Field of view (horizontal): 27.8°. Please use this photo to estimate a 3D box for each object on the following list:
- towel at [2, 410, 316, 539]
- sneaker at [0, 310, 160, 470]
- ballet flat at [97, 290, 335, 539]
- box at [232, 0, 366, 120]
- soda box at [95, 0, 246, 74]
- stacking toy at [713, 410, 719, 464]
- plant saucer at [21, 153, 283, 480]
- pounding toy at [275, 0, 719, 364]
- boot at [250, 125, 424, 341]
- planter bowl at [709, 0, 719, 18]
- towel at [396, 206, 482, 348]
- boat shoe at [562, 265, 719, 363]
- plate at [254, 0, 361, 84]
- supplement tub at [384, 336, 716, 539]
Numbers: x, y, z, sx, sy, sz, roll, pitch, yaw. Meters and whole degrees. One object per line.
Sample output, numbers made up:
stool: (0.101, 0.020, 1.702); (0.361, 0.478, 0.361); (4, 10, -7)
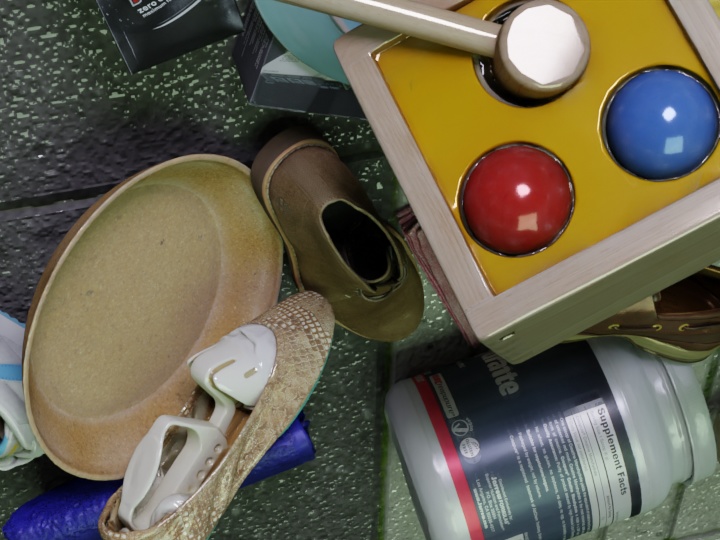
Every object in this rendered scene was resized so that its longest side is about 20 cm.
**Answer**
towel: (-0.127, 0.134, 0.953); (0.199, 0.050, 0.148); (-21, 171, -5)
sneaker: (-0.196, 0.082, 0.874); (0.076, 0.081, 0.200); (-28, 143, 36)
ballet flat: (-0.085, 0.089, 0.848); (0.065, 0.070, 0.201); (43, 72, -44)
box: (0.037, -0.170, 0.757); (0.157, 0.050, 0.200); (5, 131, -25)
soda box: (-0.116, -0.191, 0.662); (0.063, 0.071, 0.200); (-21, 136, 0)
stacking toy: (0.350, 0.096, 1.073); (0.085, 0.086, 0.200); (6, 148, -26)
plant saucer: (-0.124, 0.023, 0.838); (0.200, 0.035, 0.201); (-34, 137, -39)
pounding toy: (0.071, -0.080, 0.667); (0.184, 0.201, 0.142); (-28, 165, 7)
boot: (0.000, 0.000, 0.883); (0.074, 0.075, 0.200); (-40, 142, -4)
planter bowl: (0.182, -0.060, 0.830); (0.199, 0.084, 0.201); (-15, 153, -8)
towel: (0.136, -0.033, 0.949); (0.199, 0.023, 0.144); (-28, 137, 6)
boat shoe: (0.157, 0.006, 0.910); (0.199, 0.072, 0.068); (11, 151, -21)
plate: (0.042, -0.163, 0.711); (0.199, 0.026, 0.201); (-10, 136, -10)
supplement tub: (0.128, 0.116, 1.003); (0.199, 0.141, 0.141); (-19, 136, -4)
